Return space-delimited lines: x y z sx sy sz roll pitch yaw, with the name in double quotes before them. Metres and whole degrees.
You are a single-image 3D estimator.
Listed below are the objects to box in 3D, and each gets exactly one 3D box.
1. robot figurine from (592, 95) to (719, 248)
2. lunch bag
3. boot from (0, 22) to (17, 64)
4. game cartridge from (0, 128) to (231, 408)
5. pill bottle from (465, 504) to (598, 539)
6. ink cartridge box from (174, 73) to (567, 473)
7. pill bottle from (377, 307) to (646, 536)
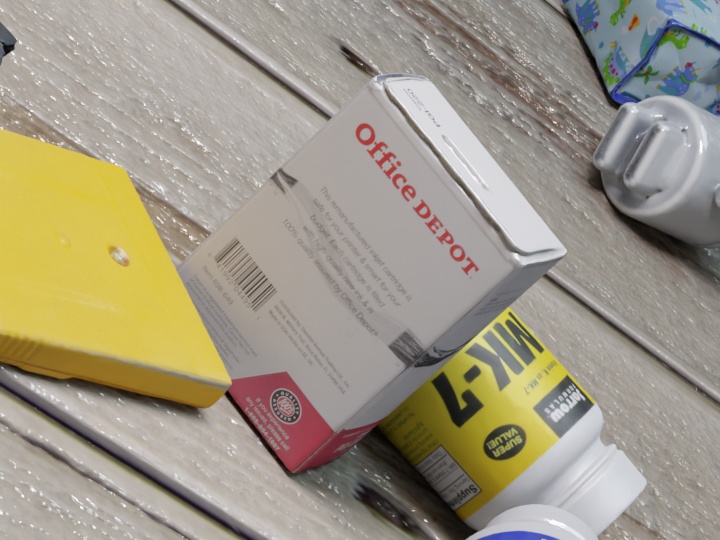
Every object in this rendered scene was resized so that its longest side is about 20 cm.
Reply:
"robot figurine" 0.291 -0.085 2.414 0.200 0.113 0.170 21 15 -48
"lunch bag" 0.317 -0.218 2.673 0.200 0.127 0.170 19 33 -33
"boot" -0.282 -0.198 1.626 0.200 0.066 0.165 40 31 -8
"game cartridge" -0.178 -0.008 1.547 0.200 0.032 0.176 16 38 -48
"pill bottle" 0.089 0.210 1.544 0.112 0.112 0.200 44 21 -7
"ink cartridge box" 0.000 0.000 1.622 0.146 0.200 0.085 52 22 12
"pill bottle" 0.080 0.092 1.728 0.200 0.114 0.114 47 22 2
